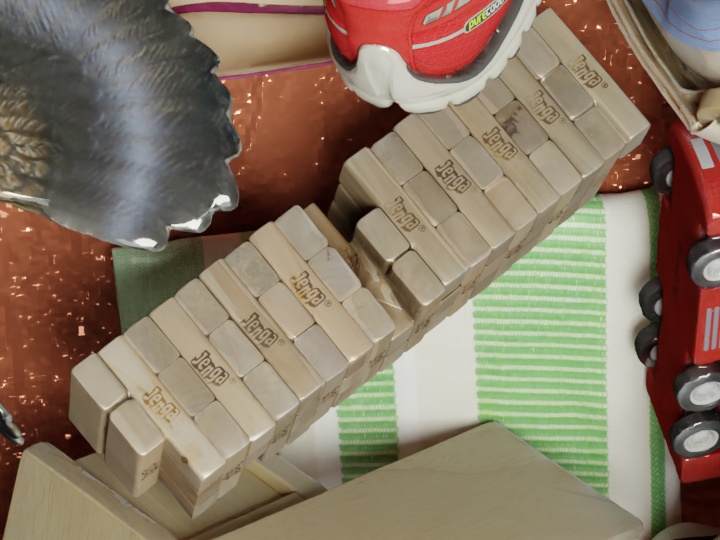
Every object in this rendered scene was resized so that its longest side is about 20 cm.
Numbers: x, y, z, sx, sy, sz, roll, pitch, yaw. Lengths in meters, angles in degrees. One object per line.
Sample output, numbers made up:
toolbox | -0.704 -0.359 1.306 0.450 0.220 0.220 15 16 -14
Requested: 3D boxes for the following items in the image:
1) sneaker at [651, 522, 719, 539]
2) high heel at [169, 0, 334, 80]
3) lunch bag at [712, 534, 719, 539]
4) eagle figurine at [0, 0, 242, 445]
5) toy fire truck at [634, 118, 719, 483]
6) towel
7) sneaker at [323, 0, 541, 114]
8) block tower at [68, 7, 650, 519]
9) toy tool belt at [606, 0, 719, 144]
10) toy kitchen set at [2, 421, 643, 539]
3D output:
sneaker | 0.155 0.169 1.070 0.081 0.075 0.200 -28 129 23
high heel | -0.062 -0.080 0.868 0.199 0.096 0.068 -21 123 3
lunch bag | 0.207 0.138 0.957 0.164 0.118 0.200 -34 140 -13
eagle figurine | -0.159 -0.040 0.845 0.199 0.151 0.152 18 83 -34
toy fire truck | 0.168 0.017 0.959 0.140 0.049 0.201 -11 140 -8
towel | 0.017 0.045 1.002 0.199 0.023 0.153 -7 121 -5
sneaker | 0.040 -0.143 0.803 0.077 0.201 0.085 12 160 15
block tower | 0.000 0.000 0.899 0.200 0.058 0.054 -38 81 -17
toy tool belt | 0.133 -0.098 0.835 0.125 0.200 0.123 -41 122 5
toy kitchen set | -0.007 0.158 0.965 0.163 0.200 0.181 -19 133 -48
